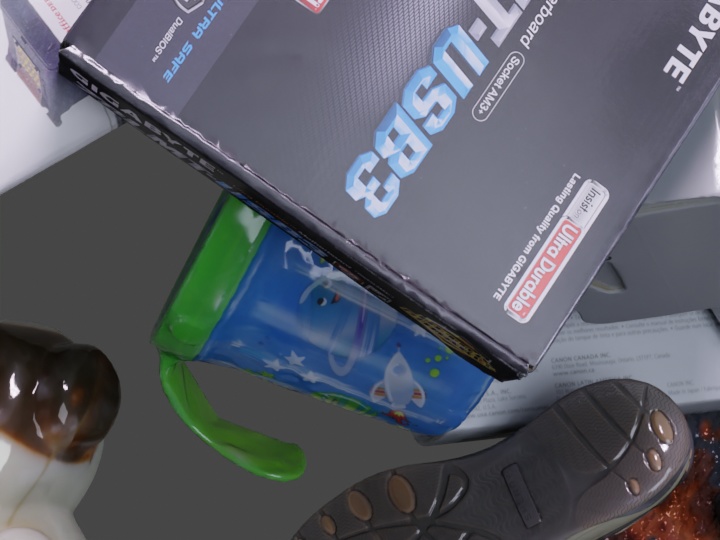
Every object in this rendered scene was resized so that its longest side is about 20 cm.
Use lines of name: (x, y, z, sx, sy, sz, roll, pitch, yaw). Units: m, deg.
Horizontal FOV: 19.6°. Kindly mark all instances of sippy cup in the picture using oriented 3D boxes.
sippy cup: (0.000, 0.000, 0.859, 0.130, 0.178, 0.140, 28, 56, -6)

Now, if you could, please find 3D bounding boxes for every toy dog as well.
toy dog: (-0.145, 0.119, 0.831, 0.194, 0.139, 0.200, -7, 98, -34)

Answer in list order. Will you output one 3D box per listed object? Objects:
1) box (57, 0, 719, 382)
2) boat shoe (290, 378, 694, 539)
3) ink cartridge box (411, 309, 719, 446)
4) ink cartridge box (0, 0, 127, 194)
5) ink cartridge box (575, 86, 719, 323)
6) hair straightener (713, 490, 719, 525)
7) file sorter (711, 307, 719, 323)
box: (0.028, -0.096, 0.742, 0.198, 0.050, 0.200, 35, 80, -3)
boat shoe: (0.060, 0.116, 0.922, 0.200, 0.073, 0.075, -24, 67, 15)
ink cartridge box: (0.092, -0.027, 0.968, 0.162, 0.057, 0.200, -5, 79, -21)
ink cartridge box: (-0.113, -0.103, 0.815, 0.200, 0.145, 0.084, -32, 104, -16)
ink cartridge box: (0.114, -0.093, 0.866, 0.084, 0.144, 0.200, -6, 72, 16)
hair straightener: (0.202, 0.201, 1.033, 0.077, 0.041, 0.200, -17, 105, -19)
file sorter: (0.265, 0.012, 0.966, 0.139, 0.124, 0.200, -46, 111, -38)
